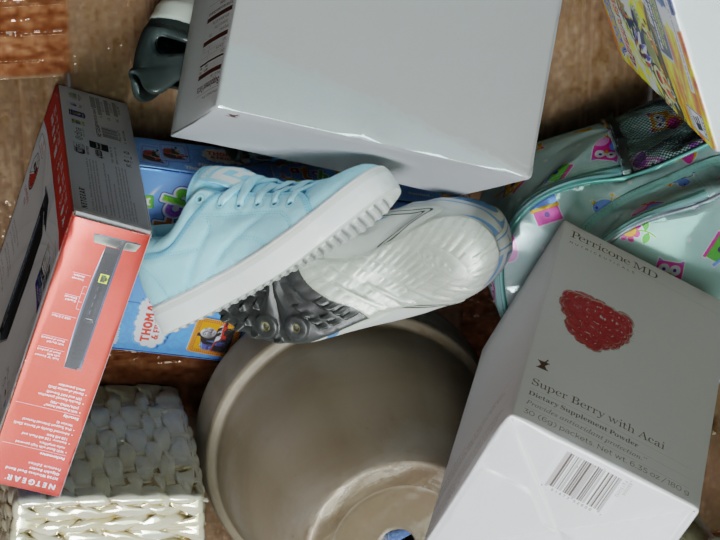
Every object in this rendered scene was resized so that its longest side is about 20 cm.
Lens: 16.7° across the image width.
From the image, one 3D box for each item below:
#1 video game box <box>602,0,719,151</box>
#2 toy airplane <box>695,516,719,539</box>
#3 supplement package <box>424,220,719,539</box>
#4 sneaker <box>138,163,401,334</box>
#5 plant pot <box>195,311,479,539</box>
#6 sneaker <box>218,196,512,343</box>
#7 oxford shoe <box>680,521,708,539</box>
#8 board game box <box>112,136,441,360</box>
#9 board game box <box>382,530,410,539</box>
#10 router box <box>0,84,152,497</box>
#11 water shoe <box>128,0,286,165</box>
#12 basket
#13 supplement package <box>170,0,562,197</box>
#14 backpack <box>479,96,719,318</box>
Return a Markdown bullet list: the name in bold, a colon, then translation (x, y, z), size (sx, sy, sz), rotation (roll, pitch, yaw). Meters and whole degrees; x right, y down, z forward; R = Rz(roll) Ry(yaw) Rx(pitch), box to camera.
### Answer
- **video game box**: translation (0.173, -0.193, 1.467), size (0.047, 0.182, 0.201), rotation (-22, 116, -1)
- **toy airplane**: translation (0.200, 0.244, 1.665), size (0.199, 0.199, 0.142), rotation (-20, 73, -12)
- **supplement package**: translation (0.129, 0.089, 1.429), size (0.121, 0.200, 0.120), rotation (26, 126, -4)
- **sneaker**: translation (-0.067, -0.031, 1.461), size (0.200, 0.074, 0.082), rotation (-28, 90, 34)
- **plant pot**: translation (0.005, 0.134, 1.533), size (0.199, 0.174, 0.201), rotation (-4, 112, -10)
- **sneaker**: translation (0.000, 0.000, 1.523), size (0.199, 0.072, 0.072), rotation (-10, 96, 19)
- **oxford shoe**: translation (0.144, 0.171, 1.515), size (0.199, 0.074, 0.071), rotation (17, 136, -44)
- **board game box**: translation (-0.062, -0.005, 1.577), size (0.199, 0.037, 0.152), rotation (7, 128, -14)
- **board game box**: translation (0.120, 0.236, 1.737), size (0.198, 0.043, 0.201), rotation (-10, 116, -5)
- **router box**: translation (-0.183, 0.009, 1.488), size (0.049, 0.200, 0.180), rotation (15, 111, -17)
- **water shoe**: translation (-0.051, -0.095, 1.526), size (0.199, 0.071, 0.079), rotation (28, 77, -12)
- **basket**: translation (-0.169, 0.162, 1.569), size (0.135, 0.200, 0.124), rotation (-1, 109, -10)
- **supplement package**: translation (0.008, -0.163, 1.432), size (0.190, 0.147, 0.201), rotation (12, 84, -14)
- **backpack**: translation (0.177, -0.008, 1.576), size (0.199, 0.154, 0.176), rotation (-12, 122, 4)
